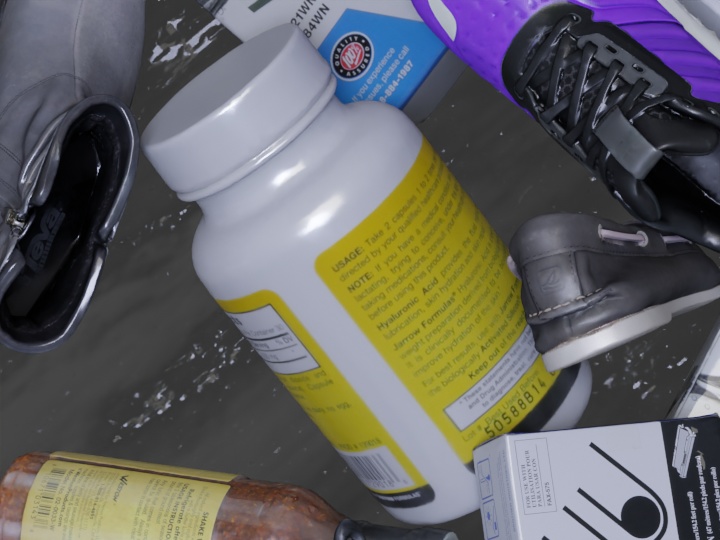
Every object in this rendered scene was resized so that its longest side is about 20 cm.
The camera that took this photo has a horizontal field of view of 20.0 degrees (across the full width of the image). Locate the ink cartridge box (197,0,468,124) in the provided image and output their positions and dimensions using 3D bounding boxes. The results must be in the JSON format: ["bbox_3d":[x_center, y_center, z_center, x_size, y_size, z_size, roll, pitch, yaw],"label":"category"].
[{"bbox_3d":[-0.018,-0.176,0.904,0.200,0.084,0.146,41,117,7],"label":"ink cartridge box"}]

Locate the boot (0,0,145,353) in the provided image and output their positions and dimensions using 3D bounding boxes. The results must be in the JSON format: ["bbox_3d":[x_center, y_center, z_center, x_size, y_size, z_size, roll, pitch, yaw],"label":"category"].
[{"bbox_3d":[-0.117,-0.061,0.846,0.070,0.132,0.200,12,83,-20],"label":"boot"}]

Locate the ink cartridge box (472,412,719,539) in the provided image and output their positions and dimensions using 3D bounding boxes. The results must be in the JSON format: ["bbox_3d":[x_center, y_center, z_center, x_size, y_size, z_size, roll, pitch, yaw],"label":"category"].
[{"bbox_3d":[0.106,0.160,0.794,0.094,0.044,0.200,-4,78,-16],"label":"ink cartridge box"}]

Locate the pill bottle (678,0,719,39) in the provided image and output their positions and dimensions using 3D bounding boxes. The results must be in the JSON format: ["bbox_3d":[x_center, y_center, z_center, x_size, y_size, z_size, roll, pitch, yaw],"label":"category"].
[{"bbox_3d":[0.247,-0.139,0.907,0.200,0.114,0.114,-34,81,-4],"label":"pill bottle"}]

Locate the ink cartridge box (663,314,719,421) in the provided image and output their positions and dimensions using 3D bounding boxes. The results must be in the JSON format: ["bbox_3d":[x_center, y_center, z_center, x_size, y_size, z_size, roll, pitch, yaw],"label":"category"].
[{"bbox_3d":[0.193,0.103,0.879,0.145,0.084,0.200,28,81,7],"label":"ink cartridge box"}]

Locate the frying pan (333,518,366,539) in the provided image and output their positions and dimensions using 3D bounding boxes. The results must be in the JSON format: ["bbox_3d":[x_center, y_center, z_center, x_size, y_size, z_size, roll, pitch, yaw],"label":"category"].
[{"bbox_3d":[0.001,0.204,0.817,0.115,0.031,0.190,-45,114,-26],"label":"frying pan"}]

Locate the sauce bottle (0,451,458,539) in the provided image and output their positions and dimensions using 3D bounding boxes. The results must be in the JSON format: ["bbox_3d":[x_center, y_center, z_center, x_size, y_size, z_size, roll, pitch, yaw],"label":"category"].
[{"bbox_3d":[-0.058,0.118,0.867,0.200,0.066,0.066,7,80,21],"label":"sauce bottle"}]

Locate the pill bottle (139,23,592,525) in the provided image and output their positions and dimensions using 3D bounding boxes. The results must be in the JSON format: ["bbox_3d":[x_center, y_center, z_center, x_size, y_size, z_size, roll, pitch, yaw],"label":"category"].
[{"bbox_3d":[0.000,0.000,0.853,0.111,0.111,0.200,-39,109,-6],"label":"pill bottle"}]

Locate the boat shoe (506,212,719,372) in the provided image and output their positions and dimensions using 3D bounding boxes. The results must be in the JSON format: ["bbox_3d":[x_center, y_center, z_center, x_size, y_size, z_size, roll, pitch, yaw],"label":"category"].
[{"bbox_3d":[0.106,-0.002,0.842,0.067,0.200,0.057,-22,87,17],"label":"boat shoe"}]

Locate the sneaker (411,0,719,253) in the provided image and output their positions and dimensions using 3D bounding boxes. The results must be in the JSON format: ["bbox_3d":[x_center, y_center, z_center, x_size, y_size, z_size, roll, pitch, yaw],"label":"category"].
[{"bbox_3d":[0.104,-0.069,0.804,0.200,0.100,0.070,32,118,-4],"label":"sneaker"}]
